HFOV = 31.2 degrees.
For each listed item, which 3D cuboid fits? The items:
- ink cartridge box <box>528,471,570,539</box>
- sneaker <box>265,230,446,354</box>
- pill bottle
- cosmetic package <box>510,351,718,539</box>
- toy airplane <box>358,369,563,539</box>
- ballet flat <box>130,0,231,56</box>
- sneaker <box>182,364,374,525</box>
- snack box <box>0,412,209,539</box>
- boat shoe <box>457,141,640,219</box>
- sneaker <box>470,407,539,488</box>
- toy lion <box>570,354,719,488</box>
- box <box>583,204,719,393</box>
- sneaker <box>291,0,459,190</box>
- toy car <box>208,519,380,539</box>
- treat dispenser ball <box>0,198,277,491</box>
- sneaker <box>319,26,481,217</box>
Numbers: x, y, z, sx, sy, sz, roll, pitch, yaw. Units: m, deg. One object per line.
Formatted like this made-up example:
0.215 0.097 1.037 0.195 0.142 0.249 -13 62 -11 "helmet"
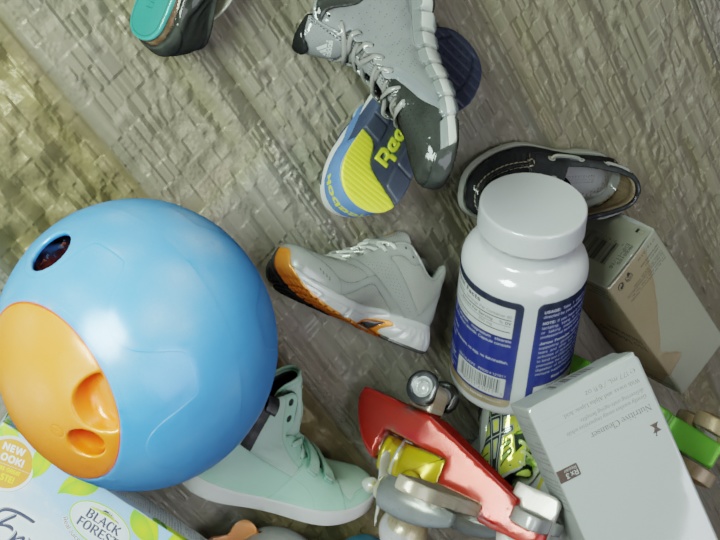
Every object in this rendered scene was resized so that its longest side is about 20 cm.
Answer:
0.211 0.222 1.259 0.083 0.200 0.147 27 92 -4 "ink cartridge box"
0.000 0.000 1.100 0.199 0.075 0.093 26 84 -49 "sneaker"
0.143 0.021 1.154 0.115 0.116 0.202 -22 136 -28 "pill bottle"
0.223 0.185 1.117 0.112 0.081 0.202 -26 89 -5 "cosmetic package"
0.079 0.202 1.131 0.200 0.199 0.141 42 94 -21 "toy airplane"
-0.104 -0.247 0.917 0.068 0.068 0.202 7 115 -49 "ballet flat"
-0.048 0.148 1.110 0.199 0.074 0.120 15 105 -38 "sneaker"
-0.227 0.231 0.959 0.199 0.068 0.170 36 86 -11 "snack box"
0.179 -0.076 1.205 0.198 0.060 0.075 -2 112 -37 "boat shoe"
0.156 0.163 1.277 0.075 0.076 0.203 10 102 -38 "sneaker"
0.281 0.142 1.319 0.069 0.190 0.200 -59 171 -1 "toy lion"
0.282 0.030 1.308 0.078 0.095 0.200 -50 129 -8 "box"
0.005 -0.150 0.986 0.114 0.203 0.075 0 152 -17 "sneaker"
-0.065 0.302 1.137 0.198 0.184 0.179 27 93 -12 "toy car"
-0.157 0.052 0.905 0.199 0.200 0.204 -15 118 -32 "treat dispenser ball"
0.029 -0.123 1.068 0.074 0.082 0.201 42 62 -10 "sneaker"
